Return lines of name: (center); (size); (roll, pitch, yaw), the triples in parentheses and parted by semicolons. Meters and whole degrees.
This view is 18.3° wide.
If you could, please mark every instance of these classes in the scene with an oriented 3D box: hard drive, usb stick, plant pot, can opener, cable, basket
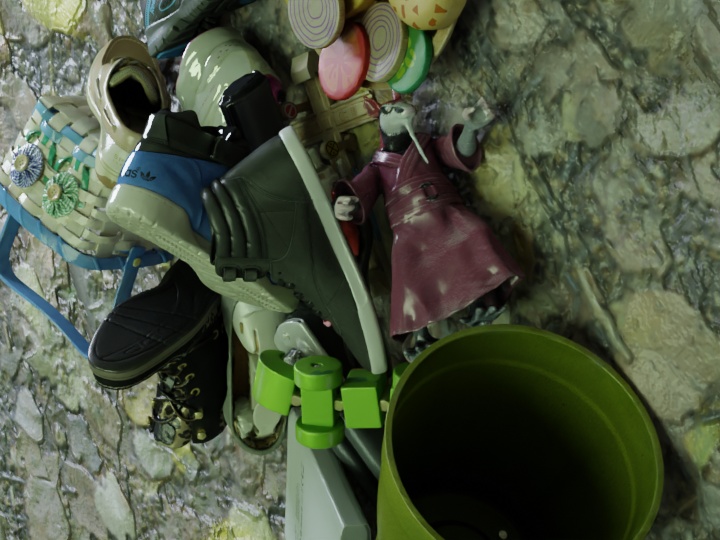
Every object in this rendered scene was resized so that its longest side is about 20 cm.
hard drive: (-0.029, 0.214, 1.817); (0.200, 0.027, 0.132); (-119, 29, -63)
usb stick: (-0.063, -0.060, 1.765); (0.033, 0.055, 0.200); (-6, 116, 30)
plant pot: (0.092, 0.173, 1.614); (0.201, 0.200, 0.193); (55, 151, 20)
can opener: (-0.002, 0.117, 1.797); (0.200, 0.066, 0.053); (57, 145, 4)
cable: (0.000, 0.000, 1.735); (0.097, 0.050, 0.200); (5, 127, 50)
basket: (-0.248, -0.045, 1.959); (0.176, 0.139, 0.200); (36, 120, 36)

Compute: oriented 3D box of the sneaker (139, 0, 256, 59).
sneaker: (-0.127, -0.239, 1.787); (0.200, 0.073, 0.082); (-29, 80, 50)

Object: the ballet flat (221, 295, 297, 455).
ballet flat: (-0.080, 0.066, 1.855); (0.064, 0.067, 0.200); (-115, 23, -55)

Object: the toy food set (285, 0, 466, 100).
toy food set: (0.004, -0.224, 1.638); (0.200, 0.049, 0.198); (55, 134, 25)

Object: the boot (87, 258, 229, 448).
boot: (-0.158, 0.084, 1.871); (0.073, 0.200, 0.151); (14, 124, 19)

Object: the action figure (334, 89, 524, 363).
action figure: (0.055, -0.045, 1.653); (0.149, 0.134, 0.200); (55, -163, -72)

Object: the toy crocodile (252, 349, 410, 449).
toy crocodile: (0.010, 0.099, 1.728); (0.199, 0.062, 0.068); (5, 115, 15)

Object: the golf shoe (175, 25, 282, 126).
golf shoe: (-0.110, -0.095, 1.824); (0.091, 0.075, 0.200); (34, 130, 39)

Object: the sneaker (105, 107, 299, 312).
sneaker: (-0.102, -0.051, 1.713); (0.077, 0.200, 0.111); (5, 68, 47)

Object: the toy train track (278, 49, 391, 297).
toy train track: (-0.020, -0.074, 1.756); (0.115, 0.032, 0.201); (-18, 91, 52)

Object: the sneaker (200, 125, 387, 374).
sneaker: (-0.053, 0.001, 1.651); (0.071, 0.099, 0.200); (-115, 1, -72)

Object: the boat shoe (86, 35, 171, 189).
boat shoe: (-0.188, -0.144, 1.852); (0.200, 0.072, 0.065); (-97, 21, -52)
